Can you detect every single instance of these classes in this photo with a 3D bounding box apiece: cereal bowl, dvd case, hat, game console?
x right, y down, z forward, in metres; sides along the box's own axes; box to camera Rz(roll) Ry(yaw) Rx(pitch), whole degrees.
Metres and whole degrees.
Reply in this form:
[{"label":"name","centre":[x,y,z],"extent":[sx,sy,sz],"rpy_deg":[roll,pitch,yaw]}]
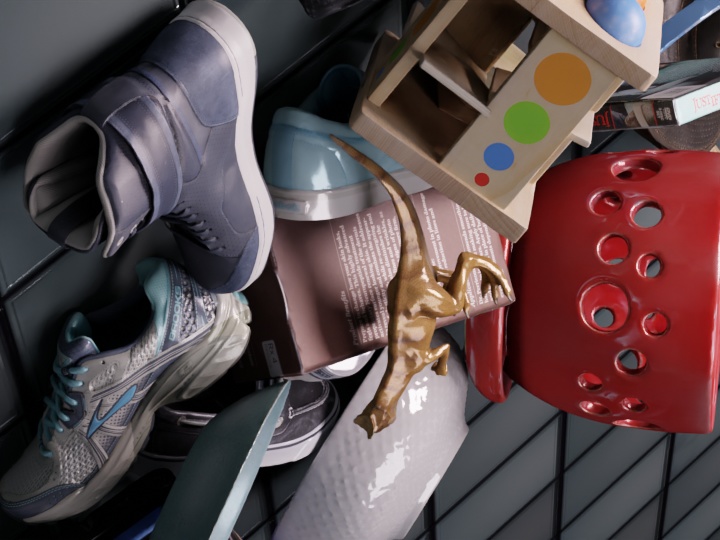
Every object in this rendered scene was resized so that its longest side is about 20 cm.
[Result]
[{"label":"cereal bowl","centre":[0.019,0.132,1.820],"extent":[0.200,0.083,0.200],"rpy_deg":[-58,178,-4]},{"label":"dvd case","centre":[0.172,-0.116,1.700],"extent":[0.146,0.200,0.022],"rpy_deg":[-22,104,-46]},{"label":"hat","centre":[0.284,-0.173,1.836],"extent":[0.200,0.081,0.201],"rpy_deg":[-26,125,-45]},{"label":"game console","centre":[-0.164,0.229,1.623],"extent":[0.176,0.117,0.200],"rpy_deg":[-35,173,-10]}]

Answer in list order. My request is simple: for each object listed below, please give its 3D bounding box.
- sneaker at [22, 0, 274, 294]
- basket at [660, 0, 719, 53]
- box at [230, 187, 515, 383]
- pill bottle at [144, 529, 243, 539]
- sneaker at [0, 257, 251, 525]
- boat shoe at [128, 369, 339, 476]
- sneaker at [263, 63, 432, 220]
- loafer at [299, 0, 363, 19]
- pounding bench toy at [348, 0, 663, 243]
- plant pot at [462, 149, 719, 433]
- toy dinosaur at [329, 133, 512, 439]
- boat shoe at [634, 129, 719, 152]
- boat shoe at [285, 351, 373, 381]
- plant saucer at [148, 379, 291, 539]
[{"label":"sneaker","centre":[-0.119,-0.035,1.417],"extent":[0.146,0.077,0.203],"rpy_deg":[-46,147,-34]},{"label":"basket","centre":[0.198,-0.227,1.615],"extent":[0.176,0.139,0.200],"rpy_deg":[-39,145,-21]},{"label":"box","centre":[0.000,0.000,1.620],"extent":[0.200,0.100,0.075],"rpy_deg":[-16,-177,-44]},{"label":"pill bottle","centre":[-0.109,0.247,1.816],"extent":[0.112,0.112,0.200],"rpy_deg":[-46,156,-7]},{"label":"sneaker","centre":[-0.163,0.067,1.540],"extent":[0.200,0.078,0.086],"rpy_deg":[-47,130,9]},{"label":"boat shoe","centre":[-0.080,0.086,1.693],"extent":[0.200,0.072,0.068],"rpy_deg":[-7,135,-46]},{"label":"sneaker","centre":[0.008,-0.091,1.580],"extent":[0.200,0.074,0.082],"rpy_deg":[-31,129,-58]},{"label":"loafer","centre":[0.040,-0.212,1.452],"extent":[0.200,0.068,0.071],"rpy_deg":[-32,137,-20]},{"label":"pounding bench toy","centre":[0.099,-0.149,1.545],"extent":[0.156,0.124,0.200],"rpy_deg":[-50,-169,27]},{"label":"plant pot","centre":[0.170,0.010,1.799],"extent":[0.200,0.182,0.201],"rpy_deg":[5,90,-83]},{"label":"toy dinosaur","centre":[0.036,0.010,1.543],"extent":[0.106,0.060,0.201],"rpy_deg":[-16,115,-41]},{"label":"boat shoe","centre":[0.246,-0.120,1.930],"extent":[0.065,0.071,0.200],"rpy_deg":[-50,154,4]},{"label":"boat shoe","centre":[0.003,0.006,1.719],"extent":[0.070,0.071,0.200],"rpy_deg":[-15,-150,47]},{"label":"plant saucer","centre":[-0.100,0.152,1.562],"extent":[0.201,0.039,0.202],"rpy_deg":[23,90,-87]}]
